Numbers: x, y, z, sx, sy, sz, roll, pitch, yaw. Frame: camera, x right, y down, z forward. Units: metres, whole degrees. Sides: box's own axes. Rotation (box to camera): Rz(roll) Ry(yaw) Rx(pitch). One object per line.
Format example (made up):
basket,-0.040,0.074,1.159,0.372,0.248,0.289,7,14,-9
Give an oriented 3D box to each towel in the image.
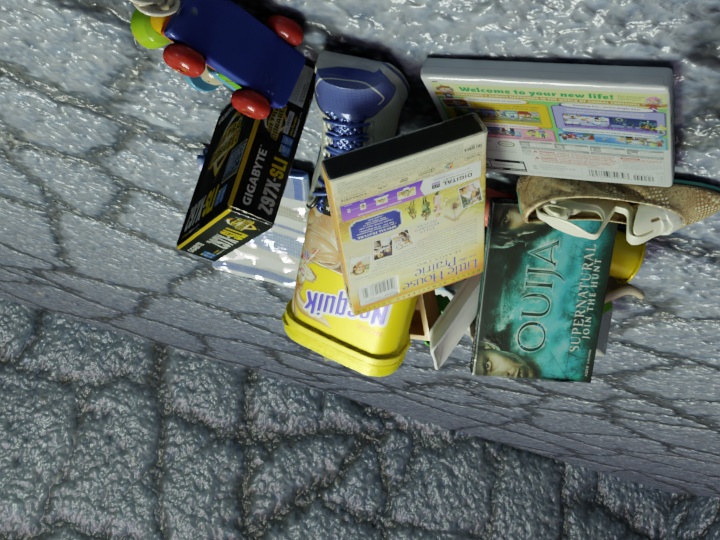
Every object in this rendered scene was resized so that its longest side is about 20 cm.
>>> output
towel,-0.130,-0.058,1.097,0.147,0.024,0.200,14,138,10

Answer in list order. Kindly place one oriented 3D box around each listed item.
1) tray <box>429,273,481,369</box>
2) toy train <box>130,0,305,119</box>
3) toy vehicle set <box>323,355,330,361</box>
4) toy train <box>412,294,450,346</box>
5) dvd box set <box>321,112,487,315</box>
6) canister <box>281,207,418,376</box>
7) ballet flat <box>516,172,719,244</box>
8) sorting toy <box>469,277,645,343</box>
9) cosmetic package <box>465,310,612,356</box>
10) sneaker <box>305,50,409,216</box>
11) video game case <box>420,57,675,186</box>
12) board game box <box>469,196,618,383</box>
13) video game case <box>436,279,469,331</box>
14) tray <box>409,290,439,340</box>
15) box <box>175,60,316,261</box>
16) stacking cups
tray,0.136,0.021,1.028,0.022,0.200,0.107,33,170,16
toy train,-0.150,-0.201,0.703,0.200,0.085,0.116,28,172,-42
toy vehicle set,-0.045,0.013,1.139,0.026,0.200,0.124,-10,170,-15
toy train,0.068,0.003,1.078,0.042,0.056,0.200,-17,105,44
dvd box set,0.047,-0.046,0.820,0.146,0.029,0.200,-19,142,-7
canister,0.000,0.000,0.972,0.148,0.087,0.200,24,124,16
ballet flat,0.251,-0.058,0.860,0.200,0.065,0.071,8,160,19
sorting toy,0.232,0.053,1.066,0.200,0.037,0.185,-19,-178,7
cosmetic package,0.252,0.067,1.272,0.200,0.090,0.107,0,160,34
sneaker,-0.005,-0.108,0.814,0.080,0.115,0.199,11,164,6
video game case,0.171,-0.128,0.769,0.200,0.022,0.182,8,164,23
board game box,0.196,0.023,0.947,0.135,0.200,0.028,3,-161,-1
video game case,0.075,0.007,1.199,0.200,0.022,0.182,33,170,16
tray,0.031,-0.017,1.026,0.098,0.037,0.200,5,118,32
box,-0.113,-0.103,0.848,0.049,0.160,0.200,20,164,-21
stacking cups,0.214,-0.048,0.969,0.200,0.061,0.061,22,164,-8
